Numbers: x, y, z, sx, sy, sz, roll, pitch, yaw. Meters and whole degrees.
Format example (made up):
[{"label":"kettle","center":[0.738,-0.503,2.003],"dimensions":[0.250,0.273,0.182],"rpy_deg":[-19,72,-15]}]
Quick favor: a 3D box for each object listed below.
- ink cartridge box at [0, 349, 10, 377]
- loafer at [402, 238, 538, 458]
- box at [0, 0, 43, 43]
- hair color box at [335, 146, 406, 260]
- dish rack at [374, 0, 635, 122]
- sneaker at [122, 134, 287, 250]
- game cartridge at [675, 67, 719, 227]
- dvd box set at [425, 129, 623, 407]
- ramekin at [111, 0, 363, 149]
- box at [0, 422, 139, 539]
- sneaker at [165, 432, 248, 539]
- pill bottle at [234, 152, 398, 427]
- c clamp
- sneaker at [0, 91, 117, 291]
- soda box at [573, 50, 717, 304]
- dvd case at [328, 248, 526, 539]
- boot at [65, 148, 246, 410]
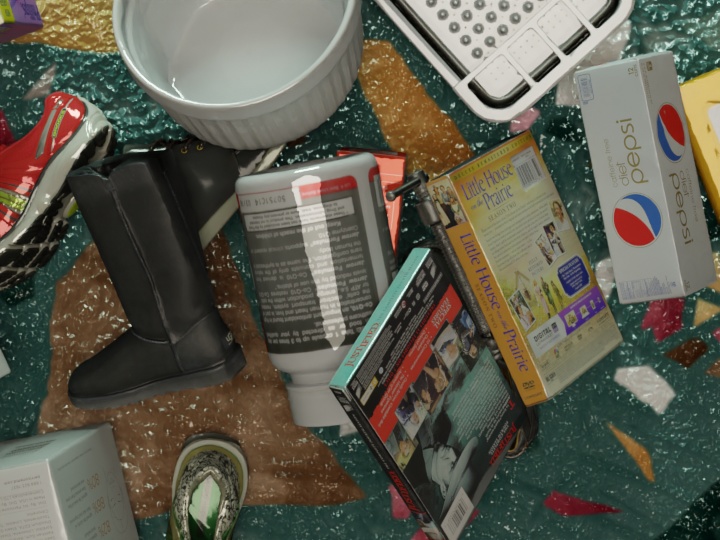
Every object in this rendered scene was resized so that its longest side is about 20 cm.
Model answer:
[{"label":"ink cartridge box","center":[-0.404,0.028,1.727],"dimensions":[0.146,0.083,0.200],"rpy_deg":[-22,95,32]},{"label":"loafer","center":[0.096,0.065,1.753],"dimensions":[0.073,0.072,0.200],"rpy_deg":[-29,94,4]},{"label":"box","center":[-0.345,-0.276,1.676],"dimensions":[0.097,0.176,0.200],"rpy_deg":[-18,94,3]},{"label":"hair color box","center":[0.000,0.000,1.734],"dimensions":[0.061,0.102,0.200],"rpy_deg":[5,95,1]},{"label":"dish rack","center":[0.110,-0.243,1.739],"dimensions":[0.172,0.044,0.200],"rpy_deg":[-42,93,5]},{"label":"sneaker","center":[-0.133,-0.099,1.738],"dimensions":[0.106,0.075,0.200],"rpy_deg":[38,96,-6]},{"label":"game cartridge","center":[0.375,-0.094,1.755],"dimensions":[0.176,0.032,0.200],"rpy_deg":[-23,93,3]},{"label":"dvd box set","center":[0.137,-0.005,1.715],"dimensions":[0.029,0.146,0.200],"rpy_deg":[-21,96,36]},{"label":"ramekin","center":[-0.090,-0.192,1.683],"dimensions":[0.200,0.105,0.200],"rpy_deg":[-5,65,10]},{"label":"box","center":[-0.256,0.244,1.728],"dimensions":[0.106,0.152,0.200],"rpy_deg":[-12,95,13]},{"label":"sneaker","center":[-0.139,0.242,1.765],"dimensions":[0.077,0.089,0.200],"rpy_deg":[4,96,1]},{"label":"pill bottle","center":[-0.025,0.015,1.629],"dimensions":[0.114,0.114,0.200],"rpy_deg":[-10,95,2]},{"label":"c clamp","center":[0.091,0.000,1.710],"dimensions":[0.027,0.171,0.200],"rpy_deg":[-22,101,29]},{"label":"sneaker","center":[-0.286,-0.063,1.759],"dimensions":[0.085,0.077,0.200],"rpy_deg":[41,97,20]},{"label":"soda box","center":[0.237,-0.077,1.730],"dimensions":[0.064,0.068,0.200],"rpy_deg":[-8,96,36]},{"label":"dvd case","center":[0.056,0.103,1.623],"dimensions":[0.146,0.022,0.200],"rpy_deg":[-58,133,-31]},{"label":"boot","center":[-0.200,0.007,1.720],"dimensions":[0.165,0.066,0.200],"rpy_deg":[-14,113,18]}]
